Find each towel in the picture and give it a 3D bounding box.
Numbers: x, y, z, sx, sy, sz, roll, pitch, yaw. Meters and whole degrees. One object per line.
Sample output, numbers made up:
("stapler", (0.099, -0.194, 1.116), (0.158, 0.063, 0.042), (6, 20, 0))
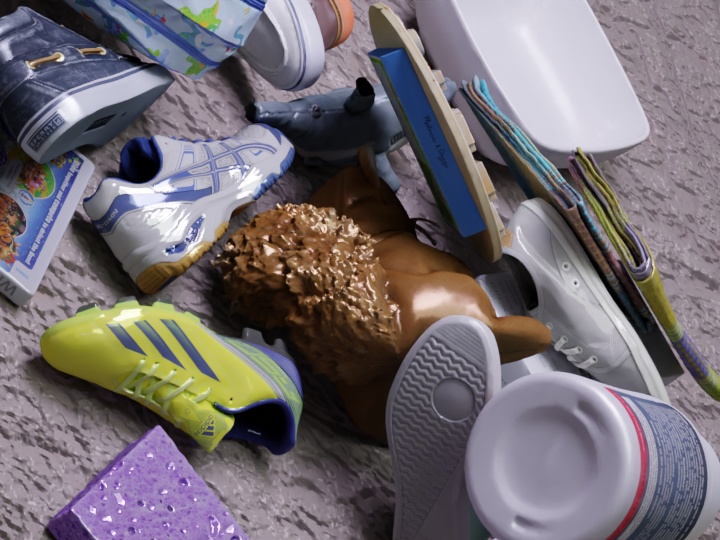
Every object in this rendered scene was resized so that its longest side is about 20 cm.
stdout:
("towel", (0.218, 0.006, 1.848), (0.200, 0.023, 0.144), (53, 8, -46))
("towel", (0.148, -0.051, 1.829), (0.147, 0.022, 0.200), (54, 1, -38))

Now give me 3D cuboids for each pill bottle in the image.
("pill bottle", (0.164, 0.136, 1.616), (0.200, 0.120, 0.120), (17, 47, -59))

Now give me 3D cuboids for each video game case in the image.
("video game case", (-0.267, -0.084, 1.551), (0.200, 0.018, 0.143), (40, 36, -18))

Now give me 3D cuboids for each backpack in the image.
("backpack", (-0.151, -0.220, 1.662), (0.200, 0.154, 0.163), (18, -4, 15))

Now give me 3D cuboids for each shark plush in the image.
("shark plush", (-0.017, -0.126, 1.823), (0.200, 0.083, 0.091), (12, 51, -44))

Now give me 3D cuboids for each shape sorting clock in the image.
("shape sorting clock", (0.055, -0.098, 1.722), (0.200, 0.039, 0.200), (155, -90, -89))

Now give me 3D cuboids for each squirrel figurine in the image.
("squirrel figurine", (0.000, 0.000, 1.692), (0.200, 0.142, 0.187), (15, 43, -45))

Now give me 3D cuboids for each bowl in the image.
("bowl", (0.133, -0.167, 2.046), (0.200, 0.075, 0.200), (-6, 65, -53))

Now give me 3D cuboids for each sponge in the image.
("sponge", (-0.096, 0.200, 1.490), (0.200, 0.030, 0.112), (52, 34, -3))

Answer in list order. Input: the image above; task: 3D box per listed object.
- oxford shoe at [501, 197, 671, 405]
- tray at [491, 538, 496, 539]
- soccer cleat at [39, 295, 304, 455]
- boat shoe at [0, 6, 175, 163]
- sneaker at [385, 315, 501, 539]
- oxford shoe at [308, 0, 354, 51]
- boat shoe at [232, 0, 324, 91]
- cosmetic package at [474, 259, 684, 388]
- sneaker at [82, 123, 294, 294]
("oxford shoe", (0.159, 0.042, 1.771), (0.058, 0.075, 0.200), (-35, 96, -12))
("tray", (0.164, 0.197, 1.752), (0.200, 0.107, 0.022), (-15, 105, -54))
("soccer cleat", (-0.114, 0.071, 1.554), (0.200, 0.065, 0.084), (16, 56, -41))
("boat shoe", (-0.191, -0.132, 1.611), (0.091, 0.071, 0.200), (49, 17, 3))
("sneaker", (0.069, 0.107, 1.659), (0.074, 0.200, 0.118), (16, 26, 19))
("oxford shoe", (-0.084, -0.248, 1.868), (0.200, 0.071, 0.073), (52, 40, -1))
("boat shoe", (-0.108, -0.209, 1.795), (0.086, 0.075, 0.202), (-12, 61, -44))
("cosmetic package", (0.145, 0.061, 1.851), (0.200, 0.081, 0.113), (-10, 66, -52))
("sneaker", (-0.115, -0.067, 1.664), (0.088, 0.075, 0.200), (49, 34, -6))
